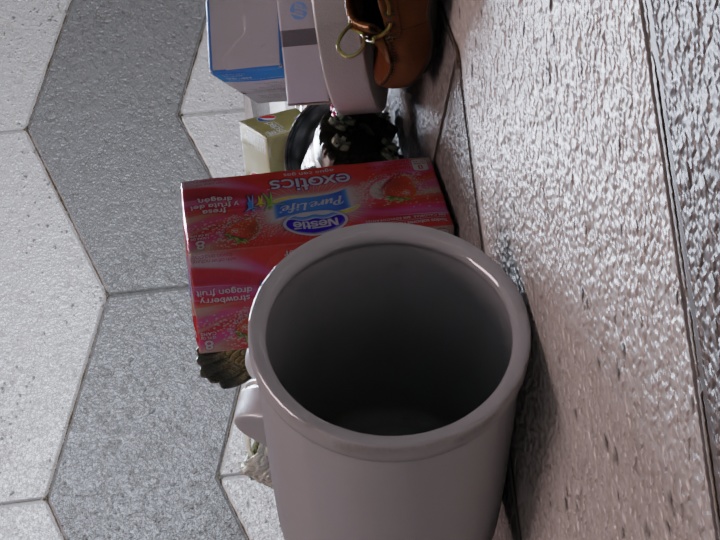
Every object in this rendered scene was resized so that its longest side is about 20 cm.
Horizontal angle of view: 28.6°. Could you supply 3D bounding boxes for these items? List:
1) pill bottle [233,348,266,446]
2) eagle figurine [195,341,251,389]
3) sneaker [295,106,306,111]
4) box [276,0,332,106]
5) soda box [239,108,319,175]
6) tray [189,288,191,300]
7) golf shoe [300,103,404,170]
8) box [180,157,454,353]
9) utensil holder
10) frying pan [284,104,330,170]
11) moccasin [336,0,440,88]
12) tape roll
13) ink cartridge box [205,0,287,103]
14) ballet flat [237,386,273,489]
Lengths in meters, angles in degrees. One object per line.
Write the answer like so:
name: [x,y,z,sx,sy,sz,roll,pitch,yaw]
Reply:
pill bottle: [-0.031,0.051,1.191,0.113,0.112,0.201,102,-175,-68]
eagle figurine: [-0.066,0.093,1.572,0.151,0.151,0.200,60,-163,22]
sneaker: [-0.020,-0.098,1.472,0.080,0.076,0.201,-142,39,-68]
box: [-0.040,-0.250,1.193,0.156,0.041,0.201,-63,-31,-73]
soda box: [-0.072,-0.059,1.445,0.064,0.067,0.201,35,135,53]
tray: [-0.094,0.000,1.585,0.037,0.199,0.099,61,169,9]
golf shoe: [-0.013,-0.090,1.208,0.088,0.077,0.200,-57,5,16]
box: [-0.034,-0.012,1.085,0.095,0.199,0.103,-105,12,-50]
utensil holder: [0.017,0.098,0.909,0.201,0.169,0.171,90,171,-49]
frying pan: [-0.019,-0.087,1.329,0.031,0.114,0.191,31,-134,-51]
moccasin: [0.018,-0.191,0.998,0.201,0.077,0.074,96,166,-73]
tape roll: [-0.007,-0.228,1.146,0.203,0.037,0.204,-4,-90,-81]
ink cartridge box: [-0.080,-0.217,1.268,0.200,0.067,0.117,16,-109,-79]
ballet flat: [-0.075,0.101,1.298,0.072,0.071,0.201,114,163,-76]
